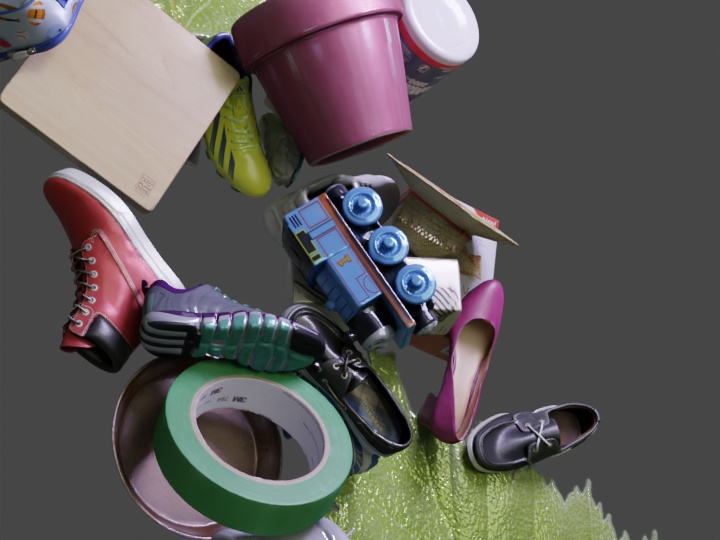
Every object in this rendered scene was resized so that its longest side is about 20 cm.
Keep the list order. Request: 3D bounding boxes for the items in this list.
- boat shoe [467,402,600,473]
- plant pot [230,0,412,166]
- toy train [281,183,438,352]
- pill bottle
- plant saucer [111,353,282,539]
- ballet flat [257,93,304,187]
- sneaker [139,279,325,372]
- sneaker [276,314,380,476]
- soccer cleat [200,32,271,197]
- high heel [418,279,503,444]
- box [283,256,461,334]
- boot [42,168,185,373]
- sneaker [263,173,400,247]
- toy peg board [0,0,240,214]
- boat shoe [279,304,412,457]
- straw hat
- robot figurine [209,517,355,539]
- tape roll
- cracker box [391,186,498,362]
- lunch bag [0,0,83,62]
[{"bbox_3d":[0.216,0.204,1.627,0.198,0.067,0.073,-7,75,-37],"label":"boat shoe"},{"bbox_3d":[-0.028,-0.224,1.492,0.199,0.199,0.181,-20,91,-40],"label":"plant pot"},{"bbox_3d":[0.000,0.000,1.428,0.114,0.087,0.201,-31,75,-14],"label":"toy train"},{"bbox_3d":[0.043,-0.269,1.633,0.119,0.199,0.121,18,58,-32],"label":"pill bottle"},{"bbox_3d":[-0.175,0.185,1.368,0.199,0.034,0.202,16,61,-30],"label":"plant saucer"},{"bbox_3d":[-0.092,-0.184,1.589,0.071,0.072,0.201,31,46,-21],"label":"ballet flat"},{"bbox_3d":[-0.131,0.047,1.354,0.198,0.075,0.088,10,43,-22],"label":"sneaker"},{"bbox_3d":[-0.054,0.144,1.451,0.085,0.077,0.201,-26,85,-37],"label":"sneaker"},{"bbox_3d":[-0.149,-0.184,1.530,0.064,0.084,0.202,-11,75,-38],"label":"soccer cleat"},{"bbox_3d":[0.137,0.109,1.538,0.067,0.096,0.202,21,88,-23],"label":"high heel"},{"bbox_3d":[0.012,0.027,1.506,0.198,0.082,0.069,2,65,-9],"label":"box"},{"bbox_3d":[-0.287,0.002,1.351,0.201,0.072,0.144,52,50,-9],"label":"boot"},{"bbox_3d":[-0.015,-0.080,1.569,0.199,0.099,0.079,-19,81,-40],"label":"sneaker"},{"bbox_3d":[-0.275,-0.192,1.452,0.199,0.098,0.200,37,67,-16],"label":"toy peg board"},{"bbox_3d":[-0.011,0.116,1.413,0.069,0.057,0.201,-42,100,-25],"label":"boat shoe"},{"bbox_3d":[0.087,-0.053,1.564,0.200,0.201,0.085,33,95,-20],"label":"straw hat"},{"bbox_3d":[-0.084,0.311,1.321,0.198,0.113,0.172,-2,103,-37],"label":"robot figurine"},{"bbox_3d":[-0.108,0.174,1.314,0.198,0.048,0.201,17,35,-12],"label":"tape roll"},{"bbox_3d":[0.100,0.004,1.641,0.133,0.058,0.202,24,56,-24],"label":"cracker box"},{"bbox_3d":[-0.353,-0.307,1.387,0.076,0.159,0.202,56,37,-46],"label":"lunch bag"}]
